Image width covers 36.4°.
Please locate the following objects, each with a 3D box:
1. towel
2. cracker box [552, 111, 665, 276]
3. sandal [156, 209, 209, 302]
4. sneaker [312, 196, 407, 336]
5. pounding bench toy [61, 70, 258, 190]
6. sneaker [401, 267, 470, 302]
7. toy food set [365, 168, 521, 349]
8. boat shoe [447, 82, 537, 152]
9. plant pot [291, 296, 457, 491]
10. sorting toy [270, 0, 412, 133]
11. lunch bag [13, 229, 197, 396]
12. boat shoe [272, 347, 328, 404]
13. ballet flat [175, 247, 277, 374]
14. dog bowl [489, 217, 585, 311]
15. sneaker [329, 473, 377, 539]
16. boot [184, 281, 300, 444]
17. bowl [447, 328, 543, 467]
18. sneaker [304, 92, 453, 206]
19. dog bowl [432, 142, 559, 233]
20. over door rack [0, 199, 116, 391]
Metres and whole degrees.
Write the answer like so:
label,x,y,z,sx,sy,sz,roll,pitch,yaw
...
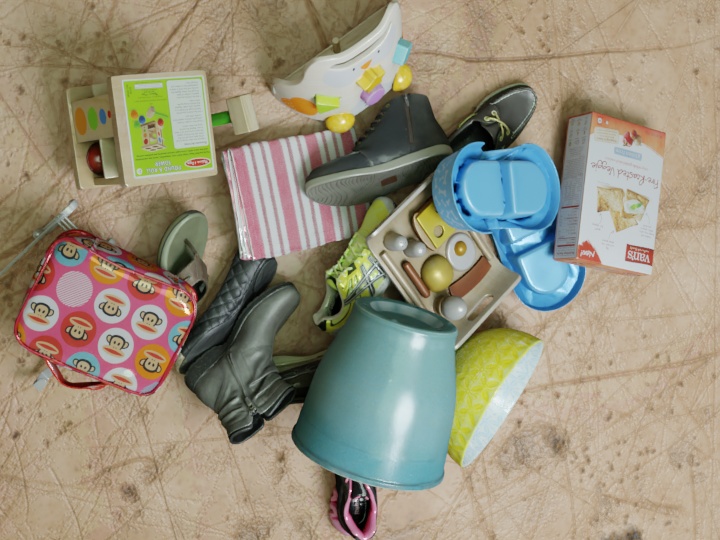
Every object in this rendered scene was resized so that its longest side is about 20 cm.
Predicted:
label,x,y,z,sx,sy,sz,roll,pitch,yaw
towel,-0.079,-0.102,1.431,0.198,0.030,0.148,-14,98,-29
cracker box,0.341,-0.102,1.496,0.133,0.058,0.203,10,85,-27
sandal,-0.223,0.022,1.408,0.057,0.080,0.203,18,103,29
sneaker,0.000,0.000,1.433,0.076,0.075,0.202,7,107,-40
pounding bench toy,-0.244,-0.175,1.355,0.198,0.155,0.126,-12,99,-37
sneaker,0.082,0.044,1.484,0.083,0.074,0.202,23,82,-16
toy food set,0.111,-0.018,1.412,0.143,0.060,0.201,-44,115,-18
boat shoe,0.166,-0.179,1.478,0.201,0.061,0.072,-41,102,-5
plant pot,0.032,0.140,1.352,0.198,0.200,0.190,13,100,-13
sorting toy,-0.008,-0.265,1.363,0.199,0.180,0.107,-37,85,-5
lunch bag,-0.311,0.064,1.329,0.198,0.082,0.177,27,97,-13
boat shoe,-0.049,0.146,1.460,0.197,0.065,0.074,-11,130,-4
ballet flat,-0.181,0.051,1.446,0.057,0.066,0.201,35,88,30
dog bowl,0.235,-0.043,1.515,0.111,0.050,0.202,-25,102,-8
sneaker,-0.006,0.271,1.479,0.078,0.095,0.203,-8,97,-9
boot,-0.121,0.122,1.412,0.200,0.068,0.130,-46,59,-7
bowl,0.148,0.149,1.469,0.107,0.200,0.201,33,89,18
sneaker,0.014,-0.157,1.431,0.198,0.075,0.107,-16,64,-7
dog bowl,0.172,-0.103,1.398,0.198,0.049,0.113,-4,89,-39
over door rack,-0.384,0.027,1.387,0.200,0.067,0.148,-43,103,2
